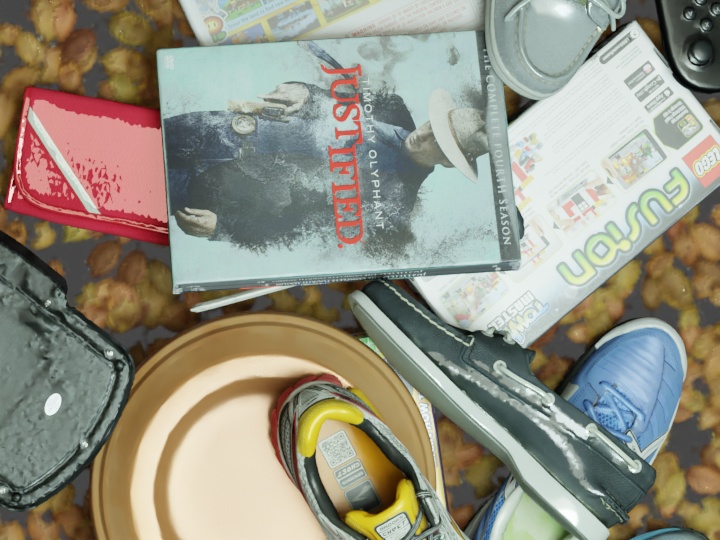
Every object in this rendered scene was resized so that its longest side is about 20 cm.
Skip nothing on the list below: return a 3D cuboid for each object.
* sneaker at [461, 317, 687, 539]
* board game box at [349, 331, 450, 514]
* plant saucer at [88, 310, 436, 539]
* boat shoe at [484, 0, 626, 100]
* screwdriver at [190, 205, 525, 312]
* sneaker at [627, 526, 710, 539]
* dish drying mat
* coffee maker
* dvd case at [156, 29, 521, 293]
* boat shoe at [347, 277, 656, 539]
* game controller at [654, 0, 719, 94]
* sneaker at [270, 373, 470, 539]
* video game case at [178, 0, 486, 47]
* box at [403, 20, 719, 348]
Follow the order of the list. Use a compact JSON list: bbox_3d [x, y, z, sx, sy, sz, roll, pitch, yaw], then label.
[{"bbox_3d":[0.130,0.117,1.744,0.075,0.077,0.201,33,87,-4],"label":"sneaker"},{"bbox_3d":[-0.032,0.142,1.738,0.164,0.057,0.201,-9,92,-7],"label":"board game box"},{"bbox_3d":[-0.054,0.124,1.690,0.199,0.037,0.202,0,92,-5],"label":"plant saucer"},{"bbox_3d":[0.133,-0.195,1.724,0.074,0.065,0.203,31,76,-15],"label":"boat shoe"},{"bbox_3d":[0.000,0.000,1.714,0.199,0.028,0.029,-20,66,-8],"label":"screwdriver"},{"bbox_3d":[0.141,0.234,1.739,0.079,0.096,0.200,44,87,-6],"label":"sneaker"},{"bbox_3d":[-0.103,-0.051,1.730,0.199,0.018,0.077,11,94,1],"label":"dish drying mat"},{"bbox_3d":[-0.216,0.028,1.642,0.134,0.200,0.193,-28,97,-7],"label":"coffee maker"},{"bbox_3d":[-0.014,-0.064,1.707,0.198,0.022,0.147,-3,72,-6],"label":"dvd case"},{"bbox_3d":[0.079,0.069,1.682,0.200,0.076,0.060,44,82,0],"label":"boat shoe"},{"bbox_3d":[0.266,-0.166,1.758,0.199,0.042,0.105,-10,94,-15],"label":"game controller"},{"bbox_3d":[0.017,0.150,1.638,0.078,0.082,0.200,-37,95,-4],"label":"sneaker"},{"bbox_3d":[-0.004,-0.172,1.749,0.199,0.023,0.183,-25,94,-4],"label":"video game case"},{"bbox_3d":[0.115,-0.042,1.759,0.200,0.035,0.110,-39,95,-4],"label":"box"}]
